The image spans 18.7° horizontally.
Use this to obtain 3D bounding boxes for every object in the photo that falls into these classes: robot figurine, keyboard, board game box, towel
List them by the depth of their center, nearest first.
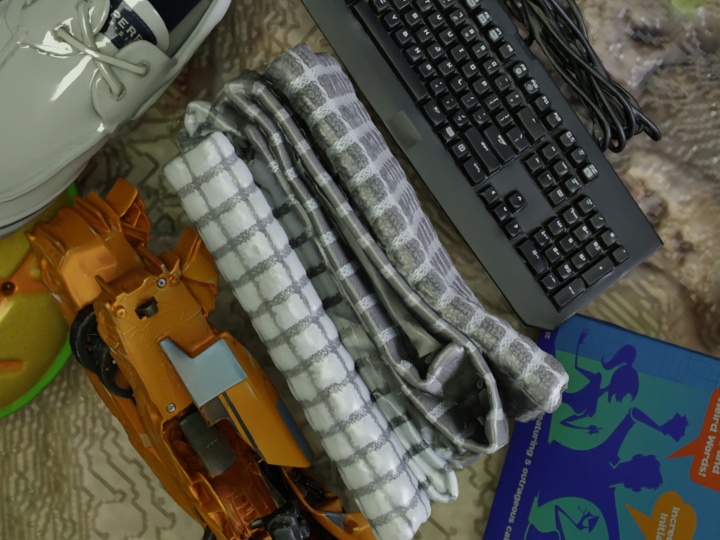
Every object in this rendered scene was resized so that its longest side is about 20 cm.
[{"bbox_3d":[0.000,0.000,0.825,0.085,0.200,0.166,-31,92,0],"label":"towel"},{"bbox_3d":[0.132,0.110,0.838,0.045,0.199,0.153,14,91,-41],"label":"board game box"},{"bbox_3d":[-0.052,0.067,0.843,0.058,0.145,0.201,-35,119,-12],"label":"robot figurine"},{"bbox_3d":[0.055,-0.083,0.883,0.104,0.040,0.201,-36,92,-26],"label":"keyboard"}]

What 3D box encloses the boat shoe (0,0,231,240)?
[{"bbox_3d":[-0.103,-0.090,0.833,0.074,0.065,0.201,44,55,-19],"label":"boat shoe"}]

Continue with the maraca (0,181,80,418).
[{"bbox_3d":[-0.184,-0.030,0.865,0.136,0.107,0.201,-21,105,-5],"label":"maraca"}]
